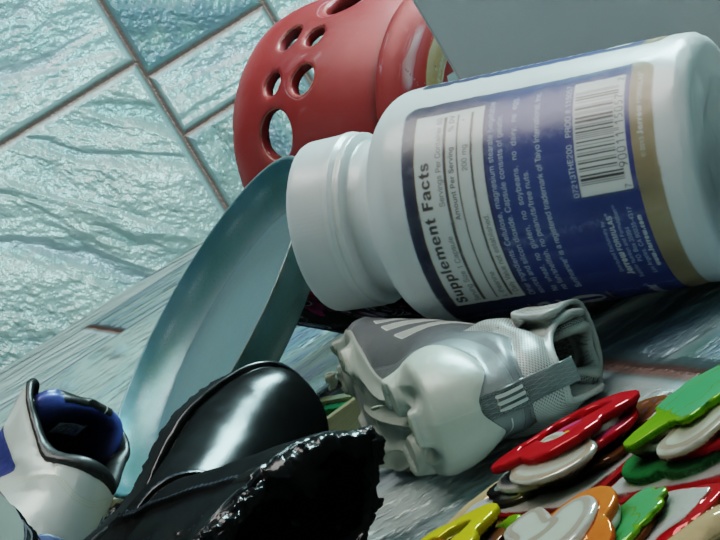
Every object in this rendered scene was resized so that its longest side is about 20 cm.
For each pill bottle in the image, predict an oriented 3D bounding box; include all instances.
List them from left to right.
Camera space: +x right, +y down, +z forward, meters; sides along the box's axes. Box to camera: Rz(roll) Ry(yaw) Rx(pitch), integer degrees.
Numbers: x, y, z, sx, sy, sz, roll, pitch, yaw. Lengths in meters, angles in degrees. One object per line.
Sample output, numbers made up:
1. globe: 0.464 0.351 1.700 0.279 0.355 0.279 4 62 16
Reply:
1. pill bottle: 0.072 -0.036 0.984 0.199 0.112 0.111 -10 16 26

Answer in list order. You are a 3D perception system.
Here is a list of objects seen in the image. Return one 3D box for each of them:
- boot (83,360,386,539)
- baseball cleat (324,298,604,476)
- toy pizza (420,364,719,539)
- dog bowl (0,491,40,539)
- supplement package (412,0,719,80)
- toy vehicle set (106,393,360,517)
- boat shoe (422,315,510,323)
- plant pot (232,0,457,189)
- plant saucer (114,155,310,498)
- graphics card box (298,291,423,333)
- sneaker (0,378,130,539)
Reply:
1. boot: -0.045 0.097 0.915 0.198 0.073 0.162 -46 11 -36
2. baseball cleat: 0.048 0.049 0.941 0.106 0.070 0.200 -19 9 -9
3. toy pizza: 0.068 0.079 0.703 0.200 0.032 0.200 -31 6 4
4. dog bowl: -0.203 0.168 0.893 0.200 0.074 0.200 -48 12 13
5. supplement package: 0.146 -0.134 1.177 0.151 0.201 0.151 -27 8 27
6. toy vehicle set: -0.075 0.113 1.123 0.124 0.027 0.200 -35 7 -25
7. boat shoe: 0.120 -0.027 1.067 0.199 0.072 0.068 -28 6 25
8. plant pot: 0.043 -0.096 1.435 0.200 0.201 0.182 -36 17 -33
9. plant saucer: -0.073 0.034 1.132 0.200 0.027 0.200 -54 18 26
10. graphics card box: 0.000 0.000 1.234 0.125 0.051 0.200 11 -10 -22
11. sneaker: -0.173 0.120 1.127 0.199 0.080 0.116 -7 54 60
